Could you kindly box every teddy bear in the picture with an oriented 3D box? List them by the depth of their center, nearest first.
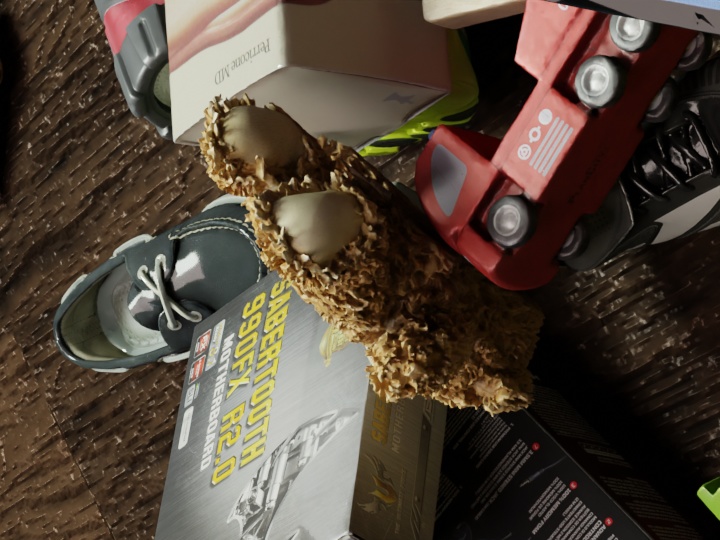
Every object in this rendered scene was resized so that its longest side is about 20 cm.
[{"bbox_3d":[0.000,0.000,1.179,0.067,0.200,0.145,-47,69,8],"label":"teddy bear"}]

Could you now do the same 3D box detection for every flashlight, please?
[{"bbox_3d":[-0.102,-0.151,1.386,0.201,0.067,0.068,-111,33,-41],"label":"flashlight"}]

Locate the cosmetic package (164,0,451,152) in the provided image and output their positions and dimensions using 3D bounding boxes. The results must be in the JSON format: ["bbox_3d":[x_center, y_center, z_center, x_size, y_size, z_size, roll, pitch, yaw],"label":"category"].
[{"bbox_3d":[-0.029,-0.158,1.237,0.103,0.087,0.201,-30,60,52],"label":"cosmetic package"}]

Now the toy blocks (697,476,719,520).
[{"bbox_3d":[0.239,0.109,1.113,0.200,0.100,0.137,50,132,23],"label":"toy blocks"}]

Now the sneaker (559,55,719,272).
[{"bbox_3d":[0.114,-0.037,1.180,0.200,0.090,0.067,-21,93,56],"label":"sneaker"}]

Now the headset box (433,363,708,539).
[{"bbox_3d":[0.082,0.157,1.296,0.200,0.077,0.149,44,105,27],"label":"headset box"}]

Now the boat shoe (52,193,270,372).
[{"bbox_3d":[-0.097,0.014,1.527,0.200,0.060,0.076,-32,83,56],"label":"boat shoe"}]

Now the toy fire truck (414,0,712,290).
[{"bbox_3d":[0.069,-0.110,1.151,0.141,0.049,0.201,42,109,33],"label":"toy fire truck"}]

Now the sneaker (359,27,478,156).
[{"bbox_3d":[-0.004,-0.098,1.341,0.200,0.074,0.084,-8,78,59],"label":"sneaker"}]

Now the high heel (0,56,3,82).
[{"bbox_3d":[-0.287,-0.132,1.680,0.199,0.071,0.143,29,140,20],"label":"high heel"}]

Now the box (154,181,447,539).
[{"bbox_3d":[-0.026,0.079,1.322,0.048,0.201,0.158,31,136,-26],"label":"box"}]

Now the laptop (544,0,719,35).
[{"bbox_3d":[0.094,-0.170,0.962,0.177,0.104,0.200,14,164,34],"label":"laptop"}]
